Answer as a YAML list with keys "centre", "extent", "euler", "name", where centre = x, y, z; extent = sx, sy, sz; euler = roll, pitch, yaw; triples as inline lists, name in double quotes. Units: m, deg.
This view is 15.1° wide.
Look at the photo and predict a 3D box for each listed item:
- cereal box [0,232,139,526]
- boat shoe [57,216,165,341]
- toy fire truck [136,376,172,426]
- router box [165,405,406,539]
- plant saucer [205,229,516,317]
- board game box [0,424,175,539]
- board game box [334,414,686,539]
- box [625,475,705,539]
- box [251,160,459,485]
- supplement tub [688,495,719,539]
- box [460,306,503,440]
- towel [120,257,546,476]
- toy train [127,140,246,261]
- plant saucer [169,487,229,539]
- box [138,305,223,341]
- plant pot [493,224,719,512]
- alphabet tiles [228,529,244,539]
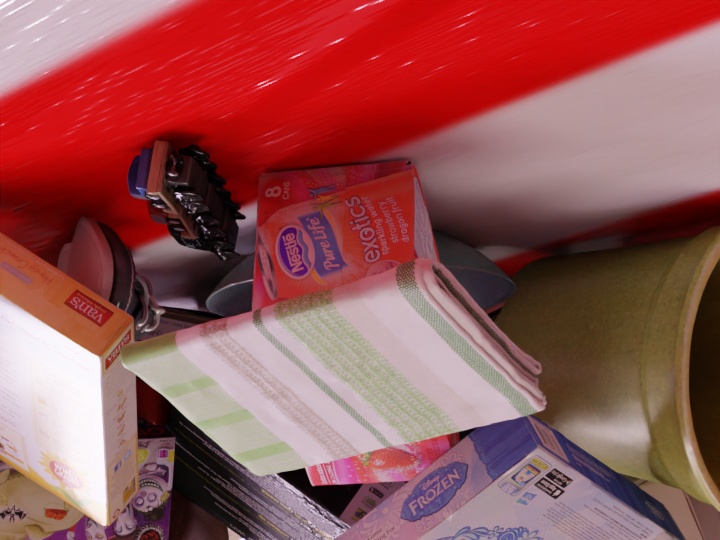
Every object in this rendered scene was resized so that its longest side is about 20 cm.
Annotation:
- centre: [-0.198, 0.057, 1.608]
  extent: [0.143, 0.040, 0.200]
  euler: [31, 149, 16]
  name: "cereal box"
- centre: [-0.149, 0.010, 1.650]
  extent: [0.061, 0.073, 0.200]
  euler: [8, 174, -12]
  name: "boat shoe"
- centre: [-0.195, 0.060, 1.808]
  extent: [0.141, 0.049, 0.200]
  euler: [25, -176, 37]
  name: "toy fire truck"
- centre: [-0.039, 0.149, 1.783]
  extent: [0.199, 0.051, 0.149]
  euler: [36, 156, 5]
  name: "router box"
- centre: [0.000, 0.000, 1.731]
  extent: [0.199, 0.039, 0.201]
  euler: [-2, 169, 0]
  name: "plant saucer"
- centre: [-0.218, 0.162, 1.729]
  extent: [0.199, 0.121, 0.032]
  euler: [-2, -161, -23]
  name: "board game box"
- centre: [0.075, 0.186, 1.676]
  extent: [0.199, 0.043, 0.200]
  euler: [-40, 141, 13]
  name: "board game box"
- centre: [0.148, 0.191, 1.869]
  extent: [0.095, 0.078, 0.200]
  euler: [-25, -177, -23]
  name: "box"
- centre: [0.001, 0.034, 1.591]
  extent: [0.094, 0.103, 0.200]
  euler: [-4, 147, 9]
  name: "box"
- centre: [0.254, 0.108, 1.918]
  extent: [0.131, 0.201, 0.132]
  euler: [-2, 168, 0]
  name: "supplement tub"
- centre: [0.059, 0.117, 1.929]
  extent: [0.196, 0.125, 0.200]
  euler: [-26, 179, -26]
  name: "box"
- centre: [-0.013, 0.053, 1.509]
  extent: [0.199, 0.031, 0.149]
  euler: [-14, 141, 27]
  name: "towel"
- centre: [-0.099, -0.040, 1.536]
  extent: [0.045, 0.034, 0.200]
  euler: [8, 170, 6]
  name: "toy train"
- centre: [-0.187, 0.171, 1.844]
  extent: [0.199, 0.201, 0.037]
  euler: [-1, 131, -10]
  name: "plant saucer"
- centre: [-0.075, 0.051, 1.861]
  extent: [0.120, 0.033, 0.200]
  euler: [11, 178, 10]
  name: "box"
- centre: [0.190, 0.058, 1.755]
  extent: [0.183, 0.202, 0.200]
  euler: [2, 175, 41]
  name: "plant pot"
- centre: [-0.081, 0.144, 1.892]
  extent: [0.006, 0.200, 0.166]
  euler: [-49, -170, -33]
  name: "alphabet tiles"
